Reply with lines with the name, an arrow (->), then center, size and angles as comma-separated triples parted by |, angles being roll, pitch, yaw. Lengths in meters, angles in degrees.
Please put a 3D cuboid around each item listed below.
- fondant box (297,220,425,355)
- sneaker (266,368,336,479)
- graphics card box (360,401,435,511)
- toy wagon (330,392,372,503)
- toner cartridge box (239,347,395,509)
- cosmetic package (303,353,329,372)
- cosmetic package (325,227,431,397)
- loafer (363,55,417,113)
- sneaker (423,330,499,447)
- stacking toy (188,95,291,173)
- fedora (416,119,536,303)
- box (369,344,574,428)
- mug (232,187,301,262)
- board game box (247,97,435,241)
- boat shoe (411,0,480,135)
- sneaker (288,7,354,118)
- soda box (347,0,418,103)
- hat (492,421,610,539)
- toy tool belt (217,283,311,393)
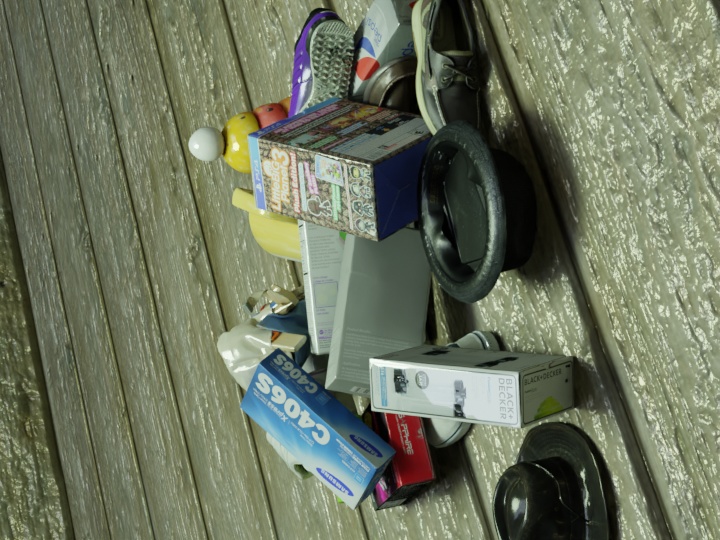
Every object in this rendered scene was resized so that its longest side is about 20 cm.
fondant box -> 0.000, 0.000, 1.748 | 0.058, 0.143, 0.202 | 173, 92, -81
sneaker -> -0.059, 0.201, 1.791 | 0.100, 0.074, 0.201 | 57, 147, 23
graphics card box -> 0.042, 0.232, 1.768 | 0.200, 0.050, 0.127 | 116, 142, -70
toy wagon -> -0.019, 0.226, 1.827 | 0.200, 0.039, 0.157 | 122, 142, -72
toner cartridge box -> -0.056, 0.197, 1.703 | 0.200, 0.043, 0.095 | 40, 136, 14
cosmetic package -> -0.072, 0.146, 1.991 | 0.200, 0.089, 0.108 | -39, 58, 56
cosmetic package -> 0.024, 0.048, 1.657 | 0.090, 0.106, 0.202 | 124, 156, -72
loafer -> 0.043, -0.185, 1.734 | 0.071, 0.073, 0.201 | 53, 145, 30
sneaker -> 0.102, 0.145, 1.656 | 0.073, 0.070, 0.201 | 62, 147, 37
stacking toy -> -0.150, -0.184, 1.959 | 0.146, 0.198, 0.148 | 19, 112, 60
fedora -> 0.140, -0.067, 1.521 | 0.200, 0.091, 0.203 | 19, 111, 61
box -> 0.121, 0.124, 1.492 | 0.198, 0.116, 0.061 | 2, 97, 37
mug -> -0.065, -0.064, 1.852 | 0.153, 0.186, 0.151 | 26, 134, 50
board game box -> -0.008, -0.126, 1.642 | 0.199, 0.159, 0.098 | 17, 123, 38
boat shoe -> 0.103, -0.238, 1.587 | 0.065, 0.072, 0.202 | 137, 124, -63
sneaker -> -0.057, -0.248, 1.771 | 0.100, 0.069, 0.202 | -118, 36, -50
soda box -> 0.030, -0.278, 1.731 | 0.200, 0.068, 0.064 | -50, 51, 54
hat -> 0.193, 0.270, 1.487 | 0.200, 0.080, 0.203 | 19, 112, 60
toy tool belt -> -0.099, 0.080, 1.835 | 0.122, 0.200, 0.125 | -28, 105, 25
